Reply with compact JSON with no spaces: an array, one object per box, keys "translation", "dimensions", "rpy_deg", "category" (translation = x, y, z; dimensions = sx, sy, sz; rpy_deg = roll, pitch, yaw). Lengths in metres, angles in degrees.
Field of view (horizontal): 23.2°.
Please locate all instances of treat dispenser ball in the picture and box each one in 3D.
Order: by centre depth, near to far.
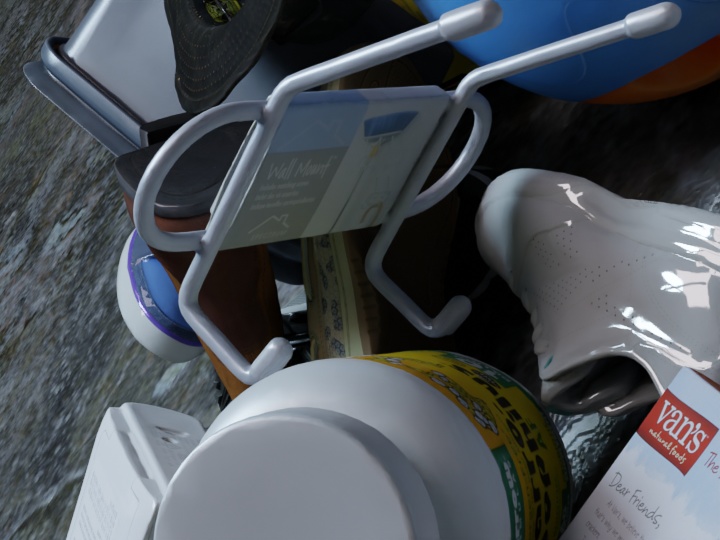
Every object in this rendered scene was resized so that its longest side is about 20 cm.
[{"translation":[0.106,-0.170,0.738],"dimensions":[0.201,0.201,0.201],"rpy_deg":[-45,25,28],"category":"treat dispenser ball"}]

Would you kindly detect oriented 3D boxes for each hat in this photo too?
[{"translation":[-0.025,-0.164,0.802],"dimensions":[0.201,0.081,0.201],"rpy_deg":[-170,90,-68],"category":"hat"}]

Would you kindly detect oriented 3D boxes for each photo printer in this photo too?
[{"translation":[-0.112,0.182,0.851],"dimensions":[0.166,0.069,0.200],"rpy_deg":[-144,70,-70],"category":"photo printer"}]

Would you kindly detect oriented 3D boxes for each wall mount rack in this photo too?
[{"translation":[0.020,-0.044,0.647],"dimensions":[0.075,0.200,0.174],"rpy_deg":[44,121,25],"category":"wall mount rack"}]

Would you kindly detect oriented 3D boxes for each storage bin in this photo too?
[{"translation":[-0.049,-0.105,0.929],"dimensions":[0.134,0.200,0.146],"rpy_deg":[-56,-21,18],"category":"storage bin"}]

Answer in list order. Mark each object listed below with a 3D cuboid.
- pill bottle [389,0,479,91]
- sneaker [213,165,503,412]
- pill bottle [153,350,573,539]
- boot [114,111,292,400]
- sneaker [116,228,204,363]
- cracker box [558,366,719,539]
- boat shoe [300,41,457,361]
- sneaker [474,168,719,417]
[{"translation":[0.021,-0.149,1.008],"dimensions":[0.200,0.114,0.114],"rpy_deg":[-29,35,50],"category":"pill bottle"},{"translation":[0.007,0.022,0.873],"dimensions":[0.200,0.074,0.079],"rpy_deg":[-43,-4,24],"category":"sneaker"},{"translation":[0.004,0.085,0.609],"dimensions":[0.113,0.113,0.200],"rpy_deg":[-54,-14,9],"category":"pill bottle"},{"translation":[-0.054,0.036,0.763],"dimensions":[0.068,0.200,0.188],"rpy_deg":[-15,11,-12],"category":"boot"},{"translation":[-0.081,-0.049,1.130],"dimensions":[0.146,0.081,0.200],"rpy_deg":[-47,18,35],"category":"sneaker"},{"translation":[0.090,0.143,0.541],"dimensions":[0.200,0.058,0.134],"rpy_deg":[-56,22,7],"category":"cracker box"},{"translation":[0.000,0.000,0.778],"dimensions":[0.063,0.073,0.200],"rpy_deg":[-9,82,48],"category":"boat shoe"},{"translation":[0.090,0.015,0.695],"dimensions":[0.089,0.075,0.200],"rpy_deg":[-61,24,-5],"category":"sneaker"}]
